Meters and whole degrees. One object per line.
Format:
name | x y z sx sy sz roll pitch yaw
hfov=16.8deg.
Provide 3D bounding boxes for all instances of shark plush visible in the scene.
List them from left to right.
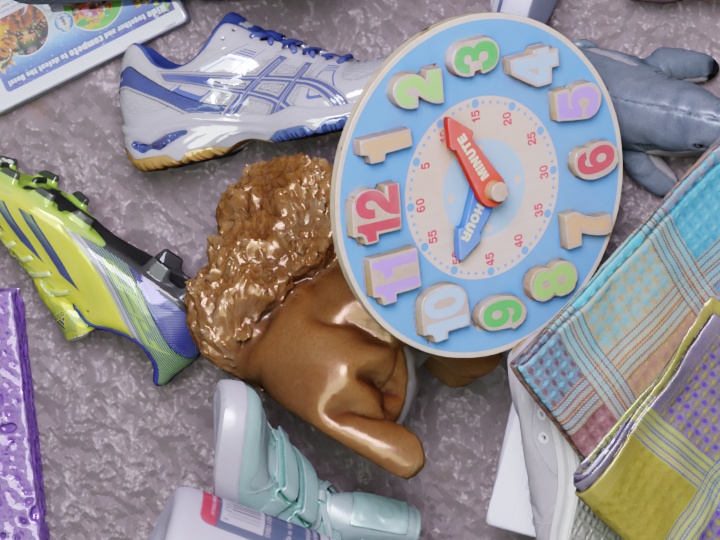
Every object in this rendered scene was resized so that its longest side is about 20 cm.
shark plush | 0.137 -0.120 1.477 0.200 0.083 0.091 30 96 5

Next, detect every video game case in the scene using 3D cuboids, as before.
video game case | -0.213 -0.218 1.551 0.143 0.018 0.200 -25 89 7

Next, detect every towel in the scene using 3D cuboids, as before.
towel | 0.192 0.038 1.406 0.200 0.022 0.147 -45 109 -18
towel | 0.224 0.125 1.398 0.200 0.023 0.144 43 80 -20

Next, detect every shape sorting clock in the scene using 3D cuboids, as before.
shape sorting clock | 0.070 -0.047 1.397 0.200 0.039 0.200 -7 105 -27

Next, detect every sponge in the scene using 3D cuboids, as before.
sponge | -0.261 0.116 1.565 0.112 0.030 0.200 -6 92 7

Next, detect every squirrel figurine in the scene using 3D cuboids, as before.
squirrel figurine | 0.000 0.000 1.477 0.200 0.142 0.187 30 89 3

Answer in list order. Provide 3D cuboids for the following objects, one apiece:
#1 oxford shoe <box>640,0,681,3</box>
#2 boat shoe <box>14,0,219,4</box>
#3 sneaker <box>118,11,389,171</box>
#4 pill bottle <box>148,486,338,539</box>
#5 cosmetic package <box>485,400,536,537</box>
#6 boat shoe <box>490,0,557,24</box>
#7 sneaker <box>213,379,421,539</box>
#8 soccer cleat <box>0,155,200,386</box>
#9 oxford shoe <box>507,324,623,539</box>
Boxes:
oxford shoe | 0.178 -0.261 1.474 0.073 0.071 0.200 -5 91 14
boat shoe | -0.118 -0.214 1.499 0.200 0.071 0.091 -2 87 -9
sneaker | -0.055 -0.120 1.506 0.200 0.075 0.088 -11 91 7
pill bottle | -0.032 0.212 1.405 0.200 0.120 0.120 21 95 -7
cosmetic package | 0.186 0.124 1.482 0.200 0.081 0.113 13 92 8
boat shoe | 0.095 -0.239 1.481 0.086 0.075 0.202 15 86 15
sneaker | -0.025 0.129 1.474 0.118 0.200 0.074 -5 50 5
soccer cleat | -0.183 -0.002 1.534 0.200 0.065 0.084 34 103 5
oxford shoe | 0.125 0.124 1.425 0.058 0.075 0.200 1 102 51
